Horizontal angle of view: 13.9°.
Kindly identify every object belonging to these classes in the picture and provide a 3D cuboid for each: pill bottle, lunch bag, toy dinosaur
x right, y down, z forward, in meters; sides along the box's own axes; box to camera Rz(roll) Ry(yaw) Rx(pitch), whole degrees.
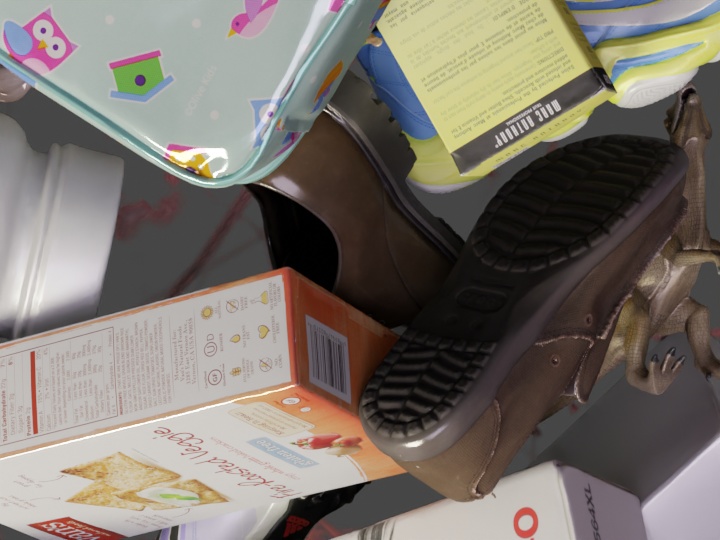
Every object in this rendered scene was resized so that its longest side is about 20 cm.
[{"bbox_3d":[-0.211,-0.023,1.303,0.199,0.114,0.115,12,113,-8],"label":"pill bottle"},{"bbox_3d":[-0.061,-0.148,1.203,0.160,0.077,0.200,31,96,8],"label":"lunch bag"},{"bbox_3d":[0.132,0.017,1.347,0.058,0.101,0.201,15,111,-35],"label":"toy dinosaur"}]

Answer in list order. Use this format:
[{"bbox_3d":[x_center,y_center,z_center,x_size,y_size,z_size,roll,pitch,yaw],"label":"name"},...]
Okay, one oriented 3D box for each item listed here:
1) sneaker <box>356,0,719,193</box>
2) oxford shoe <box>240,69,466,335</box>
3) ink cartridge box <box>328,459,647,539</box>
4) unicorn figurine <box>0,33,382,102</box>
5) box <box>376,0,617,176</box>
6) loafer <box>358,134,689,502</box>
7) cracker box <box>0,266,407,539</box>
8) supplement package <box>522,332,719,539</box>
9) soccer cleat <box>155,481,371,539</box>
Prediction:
[{"bbox_3d":[0.084,-0.116,1.297,0.200,0.076,0.105,-30,111,11],"label":"sneaker"},{"bbox_3d":[0.000,0.000,1.324,0.085,0.073,0.200,-53,130,-20],"label":"oxford shoe"},{"bbox_3d":[0.034,0.186,1.294,0.199,0.147,0.084,-21,156,26],"label":"ink cartridge box"},{"bbox_3d":[-0.101,-0.135,1.290,0.199,0.074,0.138,-21,115,24],"label":"unicorn figurine"},{"bbox_3d":[0.027,-0.143,1.253,0.075,0.050,0.200,-32,87,10],"label":"box"},{"bbox_3d":[0.075,0.020,1.275,0.200,0.073,0.071,-47,132,-22],"label":"loafer"},{"bbox_3d":[-0.083,0.065,1.293,0.199,0.058,0.134,-14,156,25],"label":"cracker box"},{"bbox_3d":[0.132,0.147,1.392,0.120,0.121,0.200,40,107,-18],"label":"supplement package"},{"bbox_3d":[-0.059,0.110,1.384,0.200,0.073,0.068,-50,144,10],"label":"soccer cleat"}]
